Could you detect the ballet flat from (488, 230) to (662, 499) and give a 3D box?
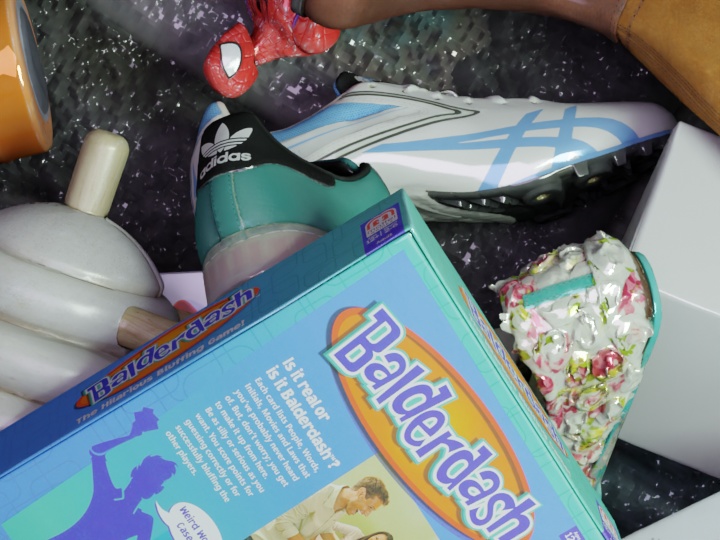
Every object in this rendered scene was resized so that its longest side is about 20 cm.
[{"bbox_3d":[0.063,0.057,1.072,0.063,0.201,0.076,-9,52,-15],"label":"ballet flat"}]

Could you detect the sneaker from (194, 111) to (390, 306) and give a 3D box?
[{"bbox_3d":[0.000,0.000,1.085,0.071,0.200,0.080,-20,63,19],"label":"sneaker"}]

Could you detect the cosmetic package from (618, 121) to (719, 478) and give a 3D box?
[{"bbox_3d":[0.190,0.035,1.097,0.199,0.108,0.085,20,56,4],"label":"cosmetic package"}]

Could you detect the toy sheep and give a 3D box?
[{"bbox_3d":[-0.119,0.046,1.061,0.137,0.138,0.201,19,90,3],"label":"toy sheep"}]

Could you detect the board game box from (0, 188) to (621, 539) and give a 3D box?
[{"bbox_3d":[-0.029,0.088,0.991,0.199,0.045,0.153,-30,109,8],"label":"board game box"}]

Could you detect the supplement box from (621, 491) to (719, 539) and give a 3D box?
[{"bbox_3d":[0.113,0.167,1.069,0.199,0.101,0.104,-27,53,9],"label":"supplement box"}]

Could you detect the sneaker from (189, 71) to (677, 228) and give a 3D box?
[{"bbox_3d":[0.030,-0.050,1.139,0.199,0.072,0.073,-8,77,-2],"label":"sneaker"}]

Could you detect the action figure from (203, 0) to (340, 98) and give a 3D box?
[{"bbox_3d":[-0.018,-0.166,1.139,0.099,0.065,0.201,34,88,-35],"label":"action figure"}]

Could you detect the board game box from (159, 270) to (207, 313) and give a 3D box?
[{"bbox_3d":[-0.109,0.071,1.145,0.198,0.045,0.136,-3,85,2],"label":"board game box"}]

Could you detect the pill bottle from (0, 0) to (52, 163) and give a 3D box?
[{"bbox_3d":[-0.224,-0.060,1.129,0.199,0.106,0.107,-13,85,1],"label":"pill bottle"}]

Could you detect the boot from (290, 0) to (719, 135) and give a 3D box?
[{"bbox_3d":[0.095,-0.089,1.089,0.188,0.069,0.200,-25,61,-42],"label":"boot"}]
